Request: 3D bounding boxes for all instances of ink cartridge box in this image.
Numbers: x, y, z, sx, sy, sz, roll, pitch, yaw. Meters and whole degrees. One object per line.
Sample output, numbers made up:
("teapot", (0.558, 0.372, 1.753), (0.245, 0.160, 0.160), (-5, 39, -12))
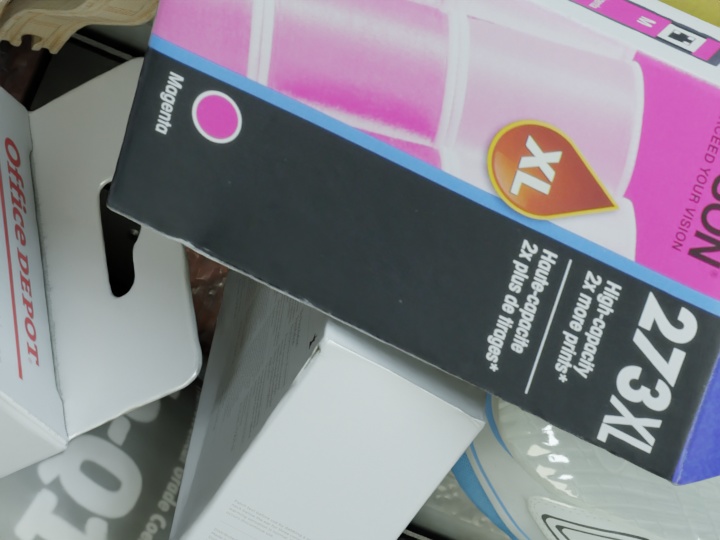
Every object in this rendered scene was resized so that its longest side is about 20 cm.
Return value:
("ink cartridge box", (0.042, -0.018, 0.677), (0.199, 0.037, 0.095), (24, 119, 13))
("ink cartridge box", (-0.149, 0.009, 0.809), (0.199, 0.116, 0.067), (-25, 143, 18))

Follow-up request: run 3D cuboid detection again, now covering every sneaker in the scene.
("sneaker", (0.111, 0.095, 0.932), (0.200, 0.072, 0.072), (40, 155, -4))

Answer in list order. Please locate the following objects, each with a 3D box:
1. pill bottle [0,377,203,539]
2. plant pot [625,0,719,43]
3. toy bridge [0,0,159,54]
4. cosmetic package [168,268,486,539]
("pill bottle", (-0.080, 0.080, 0.916), (0.200, 0.114, 0.114), (34, 120, -17))
("plant pot", (0.084, -0.111, 0.743), (0.176, 0.200, 0.200), (32, 121, -2))
("toy bridge", (-0.053, -0.106, 0.773), (0.027, 0.068, 0.200), (10, 152, -24))
("cosmetic package", (0.000, 0.000, 0.805), (0.050, 0.200, 0.083), (26, 122, -11))
